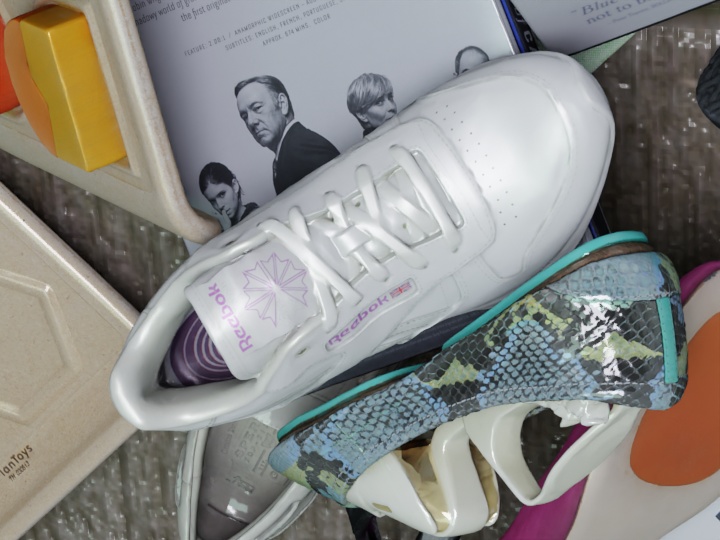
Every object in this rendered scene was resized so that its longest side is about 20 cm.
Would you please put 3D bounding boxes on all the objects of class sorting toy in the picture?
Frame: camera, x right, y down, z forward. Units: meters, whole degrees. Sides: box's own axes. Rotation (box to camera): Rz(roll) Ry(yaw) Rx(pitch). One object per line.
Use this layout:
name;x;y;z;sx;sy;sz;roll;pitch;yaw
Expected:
sorting toy;-0.129;-0.108;0.995;0.185;0.036;0.200;24;138;58
sorting toy;-0.194;0.022;1.144;0.200;0.036;0.185;46;120;-3

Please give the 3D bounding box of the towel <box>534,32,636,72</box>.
towel;0.001;-0.127;1.016;0.200;0.023;0.153;42;120;-6

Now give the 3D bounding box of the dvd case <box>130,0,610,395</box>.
dvd case;-0.010;-0.065;0.996;0.150;0.025;0.200;-20;93;24

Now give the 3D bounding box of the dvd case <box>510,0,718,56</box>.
dvd case;0.097;-0.132;0.873;0.143;0.200;0.018;-19;66;14

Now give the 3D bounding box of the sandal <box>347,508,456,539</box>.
sandal;0.033;0.057;1.067;0.048;0.075;0.201;26;112;7

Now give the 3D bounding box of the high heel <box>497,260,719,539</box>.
high heel;0.076;0.076;1.007;0.067;0.096;0.200;17;104;-32

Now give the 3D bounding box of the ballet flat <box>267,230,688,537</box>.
ballet flat;0.038;0.055;0.955;0.074;0.074;0.200;45;139;-8

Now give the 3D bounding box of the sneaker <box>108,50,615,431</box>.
sneaker;0.000;0.000;0.939;0.200;0.100;0.075;-36;86;23

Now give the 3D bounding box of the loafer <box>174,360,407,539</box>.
loafer;-0.021;0.035;1.069;0.070;0.070;0.200;28;127;9

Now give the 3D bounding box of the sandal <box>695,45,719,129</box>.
sandal;0.204;-0.091;0.944;0.200;0.075;0.048;-29;122;28

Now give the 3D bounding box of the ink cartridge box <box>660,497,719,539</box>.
ink cartridge box;0.192;0.071;1.011;0.176;0.084;0.200;45;122;11
